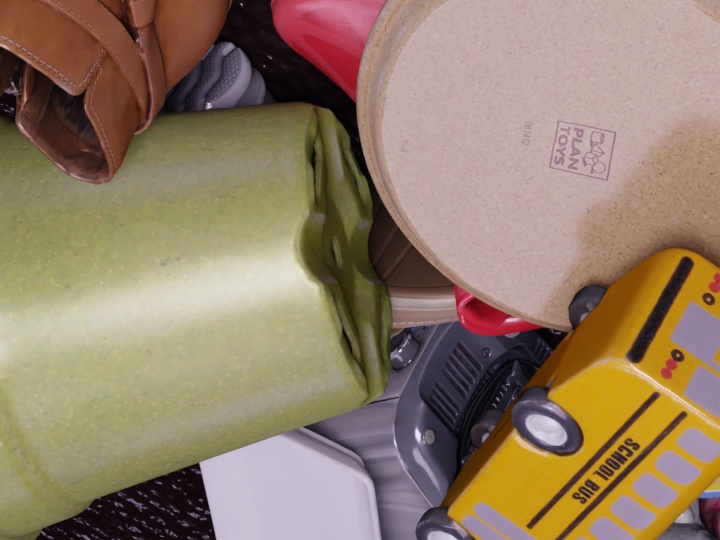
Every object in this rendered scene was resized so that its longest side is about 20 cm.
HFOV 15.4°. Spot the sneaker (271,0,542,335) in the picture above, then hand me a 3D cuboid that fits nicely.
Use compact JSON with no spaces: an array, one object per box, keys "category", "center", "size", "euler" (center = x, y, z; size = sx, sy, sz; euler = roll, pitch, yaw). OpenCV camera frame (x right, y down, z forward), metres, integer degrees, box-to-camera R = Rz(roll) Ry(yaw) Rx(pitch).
[{"category":"sneaker","center":[0.039,-0.049,1.110],"size":[0.199,0.116,0.079],"euler":[24,149,4]}]

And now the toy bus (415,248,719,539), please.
[{"category":"toy bus","center":[0.090,0.069,1.040],"size":[0.078,0.065,0.200],"euler":[33,144,0]}]

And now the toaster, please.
[{"category":"toaster","center":[0.053,0.104,1.331],"size":[0.129,0.114,0.200],"euler":[-8,133,49]}]

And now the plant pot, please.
[{"category":"plant pot","center":[-0.089,0.008,1.148],"size":[0.183,0.201,0.201],"euler":[-12,138,12]}]

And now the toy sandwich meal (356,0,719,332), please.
[{"category":"toy sandwich meal","center":[0.097,-0.066,1.029],"size":[0.203,0.070,0.206],"euler":[8,124,12]}]

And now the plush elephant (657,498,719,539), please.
[{"category":"plush elephant","center":[0.173,0.122,1.173],"size":[0.154,0.201,0.165],"euler":[0,149,16]}]

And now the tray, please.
[{"category":"tray","center":[-0.027,0.130,1.317],"size":[0.107,0.022,0.201],"euler":[24,148,21]}]

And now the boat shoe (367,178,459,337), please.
[{"category":"boat shoe","center":[0.000,0.000,1.260],"size":[0.199,0.071,0.065],"euler":[9,143,44]}]

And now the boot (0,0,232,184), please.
[{"category":"boot","center":[-0.125,-0.147,1.050],"size":[0.076,0.156,0.200],"euler":[1,140,36]}]

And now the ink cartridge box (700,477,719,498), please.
[{"category":"ink cartridge box","center":[0.214,0.011,1.046],"size":[0.199,0.137,0.076],"euler":[-11,134,46]}]

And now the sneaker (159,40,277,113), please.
[{"category":"sneaker","center":[-0.109,-0.043,1.269],"size":[0.199,0.075,0.082],"euler":[-11,131,45]}]
